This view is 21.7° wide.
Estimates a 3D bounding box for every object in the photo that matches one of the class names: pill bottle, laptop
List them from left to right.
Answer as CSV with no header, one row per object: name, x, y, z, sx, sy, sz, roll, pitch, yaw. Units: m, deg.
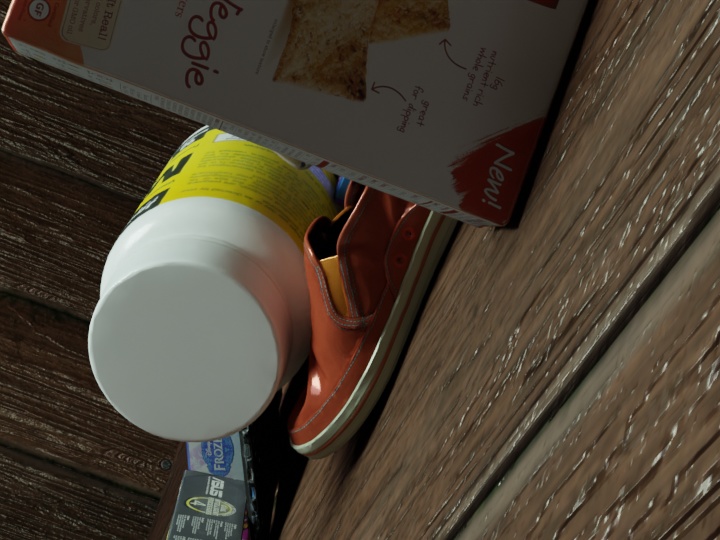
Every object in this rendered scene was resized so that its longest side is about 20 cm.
pill bottle,-0.070,0.001,0.973,0.200,0.114,0.115,-72,4,-67
laptop,-0.021,0.050,1.162,0.177,0.102,0.202,-85,-10,-71

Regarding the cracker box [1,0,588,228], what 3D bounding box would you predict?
cracker box,-0.017,-0.112,0.703,0.058,0.199,0.135,-175,105,-83

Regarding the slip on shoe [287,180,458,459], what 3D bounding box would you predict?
slip on shoe,0.000,0.000,0.872,0.074,0.061,0.201,-83,12,-60

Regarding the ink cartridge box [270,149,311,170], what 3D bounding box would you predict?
ink cartridge box,0.017,-0.160,0.834,0.200,0.075,0.165,-49,8,21

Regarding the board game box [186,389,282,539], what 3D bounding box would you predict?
board game box,-0.087,0.051,1.291,0.200,0.041,0.201,-81,-10,-63

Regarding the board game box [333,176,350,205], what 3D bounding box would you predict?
board game box,0.040,-0.138,1.039,0.201,0.044,0.135,-78,9,-52

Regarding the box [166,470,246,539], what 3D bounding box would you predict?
box,-0.105,0.223,1.089,0.200,0.049,0.162,-96,17,-79
